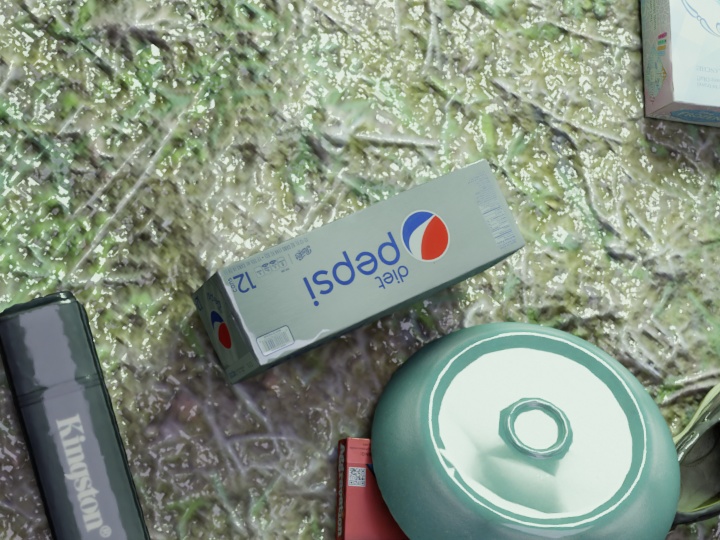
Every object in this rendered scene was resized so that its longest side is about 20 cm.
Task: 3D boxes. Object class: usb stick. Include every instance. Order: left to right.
[{"bbox_3d":[-0.163,0.112,0.790,0.055,0.033,0.201,-14,83,-25],"label":"usb stick"}]

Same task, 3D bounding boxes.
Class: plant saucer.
[{"bbox_3d":[0.107,0.106,0.849,0.199,0.036,0.201,4,52,-5],"label":"plant saucer"}]

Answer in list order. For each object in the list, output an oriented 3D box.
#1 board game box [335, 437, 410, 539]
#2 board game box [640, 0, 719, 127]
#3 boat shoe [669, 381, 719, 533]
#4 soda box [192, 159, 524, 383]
[{"bbox_3d":[0.080,0.167,0.880,0.199,0.019,0.104,7,76,-20],"label":"board game box"},{"bbox_3d":[0.310,-0.206,1.048,0.199,0.043,0.200,5,75,-20],"label":"board game box"},{"bbox_3d":[0.254,0.123,0.925,0.200,0.066,0.072,-28,95,-30],"label":"boat shoe"},{"bbox_3d":[0.000,0.000,0.854,0.199,0.068,0.064,-24,85,-25],"label":"soda box"}]
